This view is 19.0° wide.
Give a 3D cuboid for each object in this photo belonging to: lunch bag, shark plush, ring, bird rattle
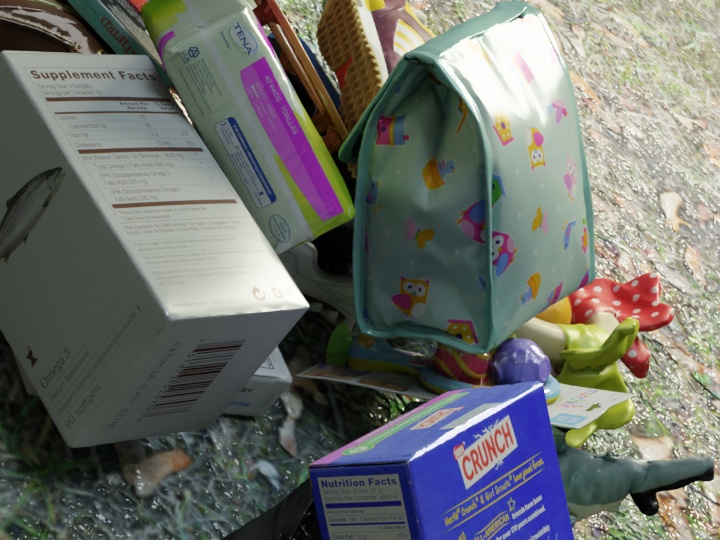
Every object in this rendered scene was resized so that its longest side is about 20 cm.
[{"bbox_3d":[0.073,-0.067,1.404,0.122,0.201,0.170,6,20,30],"label":"lunch bag"},{"bbox_3d":[0.126,0.130,1.400,0.199,0.084,0.091,9,32,22],"label":"shark plush"},{"bbox_3d":[-0.056,-0.155,1.442,0.201,0.019,0.200,60,-1,2],"label":"ring"},{"bbox_3d":[0.154,0.034,1.618,0.163,0.113,0.200,23,28,2],"label":"bird rattle"}]

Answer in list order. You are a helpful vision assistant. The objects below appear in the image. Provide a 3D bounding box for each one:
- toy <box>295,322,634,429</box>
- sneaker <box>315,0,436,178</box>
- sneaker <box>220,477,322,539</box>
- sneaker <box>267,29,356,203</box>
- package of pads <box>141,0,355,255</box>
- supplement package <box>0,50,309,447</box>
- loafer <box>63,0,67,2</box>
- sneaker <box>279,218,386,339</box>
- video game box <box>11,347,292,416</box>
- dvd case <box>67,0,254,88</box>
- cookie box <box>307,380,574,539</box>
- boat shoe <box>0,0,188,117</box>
[{"bbox_3d":[0.071,0.059,1.423,0.199,0.047,0.115,6,11,25],"label":"toy"},{"bbox_3d":[0.031,-0.131,1.535,0.090,0.075,0.200,10,45,-24],"label":"sneaker"},{"bbox_3d":[-0.023,0.150,1.274,0.076,0.091,0.200,43,32,1],"label":"sneaker"},{"bbox_3d":[-0.030,-0.088,1.559,0.200,0.070,0.078,48,43,13],"label":"sneaker"},{"bbox_3d":[-0.072,-0.100,1.360,0.155,0.068,0.200,62,-1,-18],"label":"package of pads"},{"bbox_3d":[-0.145,-0.016,1.238,0.117,0.117,0.200,-5,52,-48],"label":"supplement package"},{"bbox_3d":[-0.189,-0.202,1.551,0.063,0.072,0.200,31,27,7],"label":"loafer"},{"bbox_3d":[0.000,0.000,1.481,0.200,0.081,0.075,12,67,-44],"label":"sneaker"},{"bbox_3d":[-0.155,-0.001,1.364,0.182,0.047,0.200,12,41,-43],"label":"video game box"},{"bbox_3d":[-0.153,-0.205,1.527,0.146,0.022,0.200,47,26,-4],"label":"dvd case"},{"bbox_3d":[0.059,0.182,1.243,0.171,0.075,0.201,-21,102,-56],"label":"cookie box"},{"bbox_3d":[-0.188,-0.125,1.460,0.200,0.072,0.068,27,31,-27],"label":"boat shoe"}]
